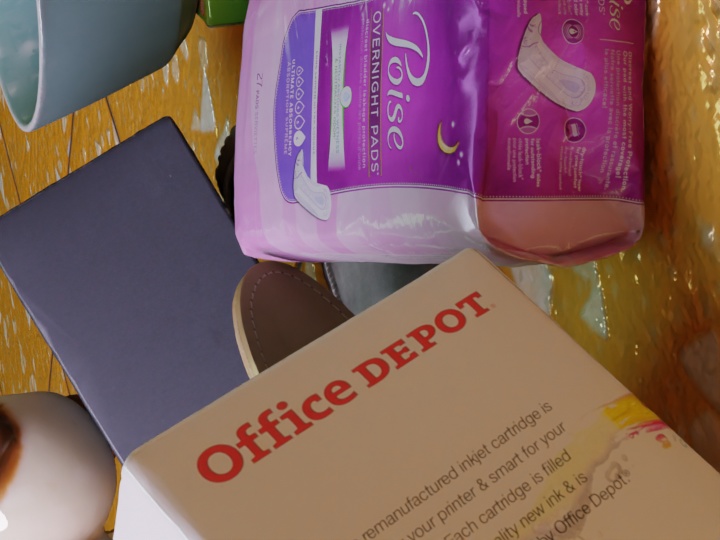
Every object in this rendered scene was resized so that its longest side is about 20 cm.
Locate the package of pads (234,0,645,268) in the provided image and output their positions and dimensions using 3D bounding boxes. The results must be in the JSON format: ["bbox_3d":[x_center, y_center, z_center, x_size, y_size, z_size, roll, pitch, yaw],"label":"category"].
[{"bbox_3d":[0.021,-0.062,0.613,0.200,0.075,0.121,1,91,60],"label":"package of pads"}]

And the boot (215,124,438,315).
[{"bbox_3d":[-0.002,0.001,0.781,0.201,0.072,0.182,65,157,22],"label":"boot"}]

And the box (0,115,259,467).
[{"bbox_3d":[-0.088,0.038,0.811,0.201,0.104,0.182,59,176,-5],"label":"box"}]

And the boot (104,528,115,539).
[{"bbox_3d":[-0.096,0.225,0.921,0.073,0.199,0.156,-46,55,49],"label":"boot"}]

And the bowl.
[{"bbox_3d":[-0.159,-0.186,0.940,0.201,0.104,0.202,172,90,-70],"label":"bowl"}]

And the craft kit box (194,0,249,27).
[{"bbox_3d":[-0.103,-0.270,0.965,0.198,0.048,0.201,-128,35,-58],"label":"craft kit box"}]

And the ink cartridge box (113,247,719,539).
[{"bbox_3d":[0.037,0.128,0.496,0.200,0.146,0.146,44,145,24],"label":"ink cartridge box"}]

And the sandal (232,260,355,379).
[{"bbox_3d":[0.003,0.100,0.664,0.212,0.078,0.070,49,128,6],"label":"sandal"}]

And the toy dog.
[{"bbox_3d":[-0.161,0.160,0.798,0.193,0.139,0.201,-22,82,39],"label":"toy dog"}]
